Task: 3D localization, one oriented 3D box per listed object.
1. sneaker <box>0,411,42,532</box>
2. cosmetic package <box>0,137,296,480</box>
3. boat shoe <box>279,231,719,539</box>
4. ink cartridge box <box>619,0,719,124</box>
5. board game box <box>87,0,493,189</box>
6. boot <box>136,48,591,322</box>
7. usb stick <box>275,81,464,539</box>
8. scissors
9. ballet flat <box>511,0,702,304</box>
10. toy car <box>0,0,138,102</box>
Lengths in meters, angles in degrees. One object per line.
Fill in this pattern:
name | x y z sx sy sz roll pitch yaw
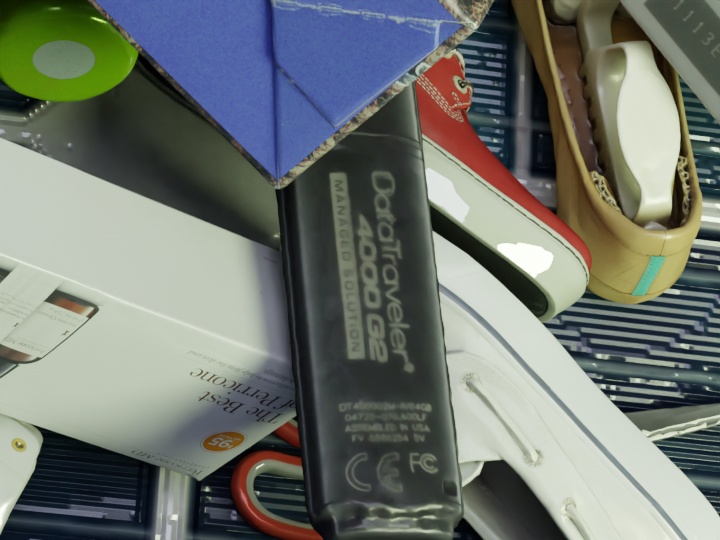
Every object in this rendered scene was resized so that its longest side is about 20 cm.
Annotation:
sneaker | -0.165 0.033 0.976 0.115 0.074 0.201 15 65 -23
cosmetic package | -0.106 0.009 0.931 0.199 0.082 0.051 22 49 -37
boat shoe | 0.039 0.057 0.996 0.200 0.072 0.066 45 61 -3
ink cartridge box | 0.133 -0.165 1.080 0.200 0.044 0.173 51 44 7
board game box | -0.021 -0.154 0.925 0.159 0.097 0.200 45 35 -11
boot | 0.030 -0.085 1.054 0.200 0.072 0.144 38 66 5
usb stick | 0.000 0.000 0.952 0.055 0.033 0.201 3 61 -17
scissors | 0.051 0.072 1.036 0.199 0.014 0.074 7 68 -12
ballet flat | 0.098 -0.089 1.072 0.068 0.063 0.201 -7 73 -14
toy car | -0.189 -0.149 1.006 0.199 0.158 0.165 -11 56 10
